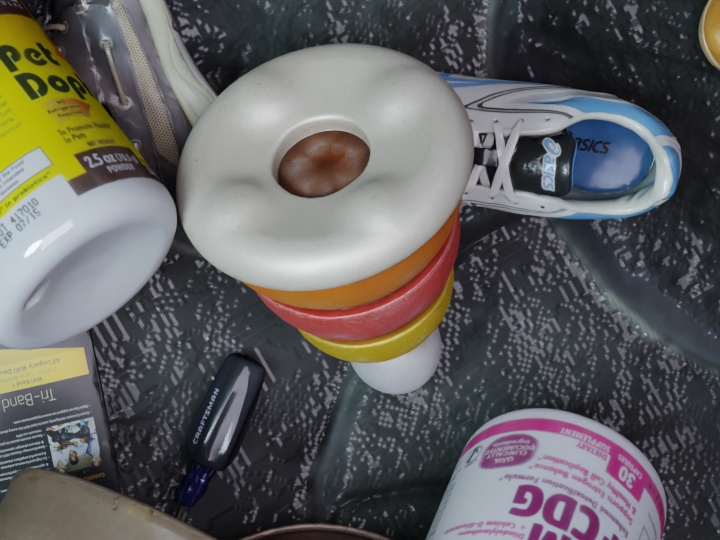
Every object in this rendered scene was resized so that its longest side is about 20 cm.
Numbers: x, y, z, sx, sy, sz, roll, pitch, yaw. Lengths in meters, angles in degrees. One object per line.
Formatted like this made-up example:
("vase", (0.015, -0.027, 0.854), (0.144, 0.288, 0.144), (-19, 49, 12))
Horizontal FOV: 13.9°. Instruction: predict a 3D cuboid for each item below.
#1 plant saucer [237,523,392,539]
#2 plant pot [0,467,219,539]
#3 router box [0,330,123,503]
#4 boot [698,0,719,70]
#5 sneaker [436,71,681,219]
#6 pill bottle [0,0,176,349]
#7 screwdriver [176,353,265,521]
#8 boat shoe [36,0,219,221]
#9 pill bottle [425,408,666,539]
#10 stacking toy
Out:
("plant saucer", (-0.030, 0.228, 1.541), (0.199, 0.037, 0.202), (-1, 98, -10))
("plant pot", (-0.115, 0.213, 1.385), (0.200, 0.200, 0.175), (32, 75, -13))
("router box", (-0.230, 0.057, 1.471), (0.199, 0.052, 0.158), (-12, 100, -9))
("boot", (0.278, -0.154, 1.494), (0.200, 0.144, 0.071), (-26, 101, -6))
("sneaker", (0.068, -0.063, 1.503), (0.199, 0.072, 0.072), (2, 99, -10))
("pill bottle", (-0.182, -0.067, 1.402), (0.109, 0.109, 0.200), (-38, 69, -4))
("screwdriver", (-0.100, 0.135, 1.521), (0.029, 0.028, 0.201), (28, 93, 18))
("boat shoe", (-0.126, -0.110, 1.459), (0.073, 0.074, 0.201), (-32, 101, -6))
("pill bottle", (0.076, 0.174, 1.462), (0.113, 0.200, 0.114), (12, 134, 13))
("stacking toy", (0.000, 0.000, 1.459), (0.146, 0.146, 0.200), (-27, 140, -6))
